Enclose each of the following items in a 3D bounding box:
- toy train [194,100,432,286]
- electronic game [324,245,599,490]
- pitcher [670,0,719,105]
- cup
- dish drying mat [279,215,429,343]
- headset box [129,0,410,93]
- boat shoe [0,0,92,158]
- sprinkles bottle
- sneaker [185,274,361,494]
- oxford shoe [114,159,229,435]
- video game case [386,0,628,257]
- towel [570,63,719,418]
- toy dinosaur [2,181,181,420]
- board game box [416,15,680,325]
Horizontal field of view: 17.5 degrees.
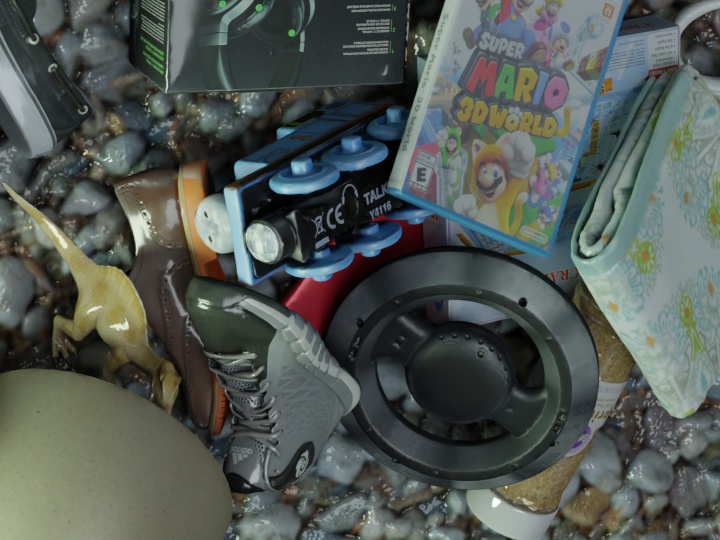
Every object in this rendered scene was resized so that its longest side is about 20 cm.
[{"bbox_3d":[-0.026,-0.054,1.574,0.200,0.114,0.087,-32,119,-45],"label":"toy train"},{"bbox_3d":[0.072,0.072,1.673,0.199,0.042,0.201,4,119,7],"label":"electronic game"},{"bbox_3d":[0.338,-0.176,1.723,0.172,0.121,0.200,42,100,-17],"label":"pitcher"},{"bbox_3d":[-0.201,0.185,1.544,0.200,0.200,0.144,47,44,-27],"label":"cup"},{"bbox_3d":[0.000,0.000,1.690,0.077,0.018,0.200,39,88,-32],"label":"dish drying mat"},{"bbox_3d":[-0.059,-0.213,1.554,0.173,0.093,0.201,-5,109,-21],"label":"headset box"},{"bbox_3d":[-0.237,-0.167,1.517,0.057,0.069,0.200,-34,122,-18],"label":"boat shoe"},{"bbox_3d":[0.148,0.104,1.730,0.068,0.068,0.200,14,117,-25],"label":"sprinkles bottle"},{"bbox_3d":[-0.071,0.090,1.579,0.200,0.075,0.116,44,66,-51],"label":"sneaker"},{"bbox_3d":[-0.128,0.021,1.628,0.073,0.071,0.201,-6,108,2],"label":"oxford shoe"},{"bbox_3d":[0.103,-0.125,1.579,0.143,0.018,0.201,21,83,-36],"label":"video game case"},{"bbox_3d":[0.229,-0.024,1.667,0.171,0.048,0.200,52,51,-33],"label":"towel"},{"bbox_3d":[-0.174,0.027,1.591,0.058,0.200,0.101,-26,158,-32],"label":"toy dinosaur"},{"bbox_3d":[0.139,-0.072,1.700,0.199,0.041,0.200,-11,112,-23],"label":"board game box"}]
